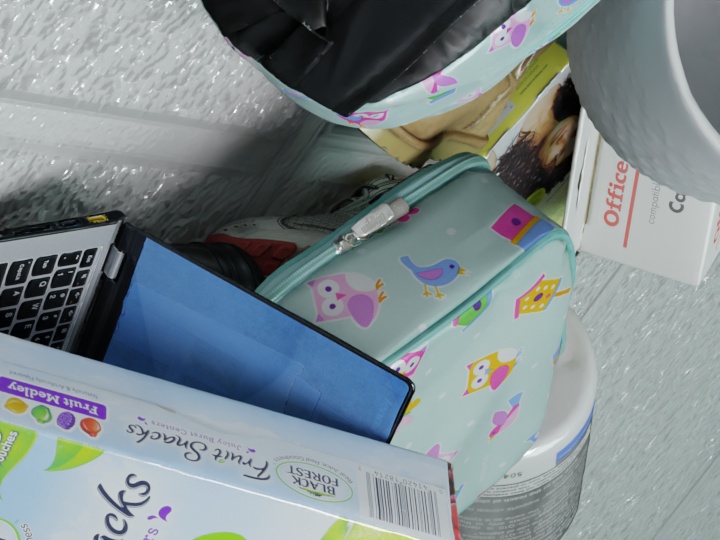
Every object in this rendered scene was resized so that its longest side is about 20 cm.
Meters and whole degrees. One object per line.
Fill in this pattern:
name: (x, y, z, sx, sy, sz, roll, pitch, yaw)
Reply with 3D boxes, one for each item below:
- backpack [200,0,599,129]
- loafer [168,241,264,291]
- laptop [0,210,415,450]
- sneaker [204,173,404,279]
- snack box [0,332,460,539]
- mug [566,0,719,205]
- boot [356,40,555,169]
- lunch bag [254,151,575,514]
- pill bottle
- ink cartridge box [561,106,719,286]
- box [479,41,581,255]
backpack: (0.035, -0.139, 1.010, 0.200, 0.167, 0.127, -44, 165, 7)
loafer: (-0.119, 0.067, 1.195, 0.072, 0.073, 0.201, 14, 114, -42)
laptop: (-0.115, 0.085, 1.089, 0.199, 0.116, 0.188, -10, 139, -36)
sneaker: (0.000, 0.000, 1.295, 0.199, 0.082, 0.078, 7, 132, -47)
snack box: (-0.081, 0.110, 1.072, 0.199, 0.053, 0.143, 18, 127, -19)
mug: (0.165, -0.123, 1.134, 0.175, 0.147, 0.201, -178, -78, -75)
boot: (0.066, -0.142, 1.193, 0.200, 0.066, 0.175, -53, 168, 11)
lunch bag: (0.007, 0.049, 1.191, 0.160, 0.077, 0.200, -32, 152, -25)
pill bottle: (0.067, 0.097, 1.529, 0.114, 0.114, 0.200, -40, 157, -21)
ink cartridge box: (0.161, -0.074, 1.371, 0.200, 0.067, 0.117, -49, 151, -52)
box: (0.084, -0.060, 1.379, 0.075, 0.050, 0.200, -49, 160, 0)
